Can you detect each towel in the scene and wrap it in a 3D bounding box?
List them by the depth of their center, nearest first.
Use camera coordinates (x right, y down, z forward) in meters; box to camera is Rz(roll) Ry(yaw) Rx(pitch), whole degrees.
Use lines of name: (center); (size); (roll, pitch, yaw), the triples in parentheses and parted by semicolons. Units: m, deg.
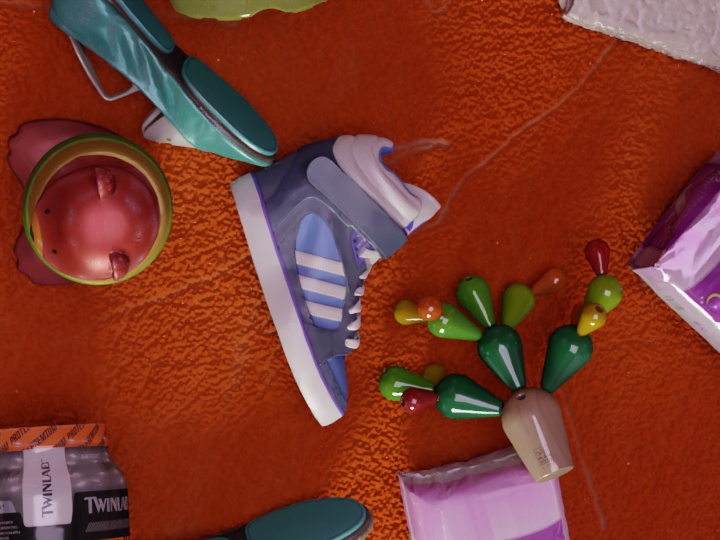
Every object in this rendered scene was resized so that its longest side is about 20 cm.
towel: (0.255, -0.225, 1.442); (0.199, 0.034, 0.133); (18, 95, -13)

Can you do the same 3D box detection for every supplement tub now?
supplement tub: (-0.224, 0.212, 1.353); (0.122, 0.123, 0.202); (-3, 86, -10)

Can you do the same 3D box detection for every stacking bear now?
stacking bear: (-0.183, -0.039, 1.297); (0.113, 0.200, 0.122); (-4, 98, -10)

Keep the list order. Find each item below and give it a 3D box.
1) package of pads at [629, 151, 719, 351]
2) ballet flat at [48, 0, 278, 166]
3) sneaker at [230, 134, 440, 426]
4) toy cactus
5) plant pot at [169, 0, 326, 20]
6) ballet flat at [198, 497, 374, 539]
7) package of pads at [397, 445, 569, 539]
package of pads: (0.314, 0.016, 1.455); (0.200, 0.076, 0.121); (42, 87, -13)
ballet flat: (-0.148, -0.137, 1.369); (0.070, 0.067, 0.200); (-39, 104, 21)
sneaker: (0.000, 0.000, 1.398); (0.146, 0.081, 0.201); (-19, 95, -3)
toy cactus: (0.116, 0.073, 1.406); (0.199, 0.102, 0.166); (-22, 74, -3)
plant pot: (-0.083, -0.279, 1.308); (0.199, 0.200, 0.191); (-8, 112, -9)
ballet flat: (-0.084, 0.225, 1.427); (0.199, 0.071, 0.071); (-16, 100, -9)
package of pads: (0.106, 0.238, 1.453); (0.120, 0.076, 0.201); (-13, 100, -7)
